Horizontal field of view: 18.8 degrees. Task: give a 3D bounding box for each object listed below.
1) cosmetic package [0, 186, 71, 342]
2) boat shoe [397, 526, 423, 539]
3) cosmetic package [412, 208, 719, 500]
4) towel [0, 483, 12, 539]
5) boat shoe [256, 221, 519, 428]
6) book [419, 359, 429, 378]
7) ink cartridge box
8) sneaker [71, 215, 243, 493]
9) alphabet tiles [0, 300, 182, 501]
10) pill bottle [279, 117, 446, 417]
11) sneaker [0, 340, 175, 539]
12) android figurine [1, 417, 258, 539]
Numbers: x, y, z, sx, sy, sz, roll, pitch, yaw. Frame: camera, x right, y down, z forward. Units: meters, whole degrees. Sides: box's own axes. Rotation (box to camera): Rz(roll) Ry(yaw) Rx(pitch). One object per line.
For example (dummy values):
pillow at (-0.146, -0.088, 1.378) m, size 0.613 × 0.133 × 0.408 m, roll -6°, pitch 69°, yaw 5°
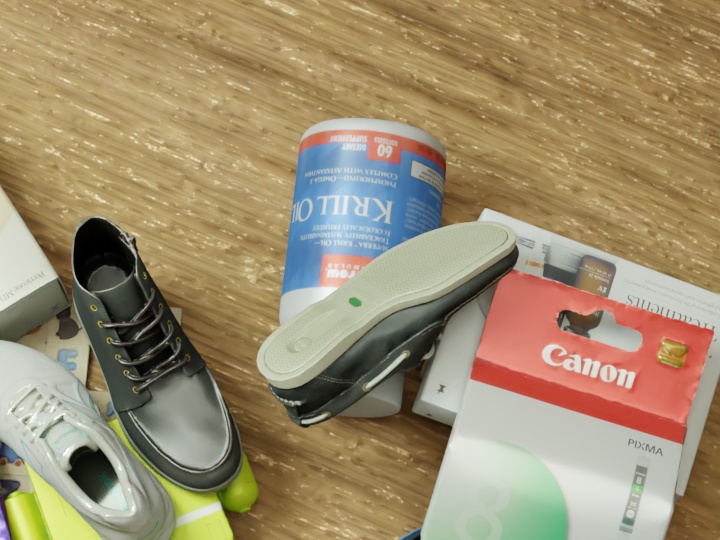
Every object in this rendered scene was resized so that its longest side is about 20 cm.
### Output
cosmetic package at (-0.310, -0.037, 1.599) m, size 0.103 × 0.073 × 0.200 m, roll -33°, pitch 74°, yaw -11°
boat shoe at (0.070, 0.213, 1.538) m, size 0.199 × 0.069 × 0.084 m, roll -26°, pitch 76°, yaw -8°
cosmetic package at (0.155, 0.062, 1.551) m, size 0.199 × 0.052 × 0.152 m, roll 20°, pitch 76°, yaw -1°
towel at (-0.316, 0.173, 1.514) m, size 0.143 × 0.023 × 0.201 m, roll -8°, pitch 66°, yaw -22°
boat shoe at (0.025, 0.034, 1.490) m, size 0.199 × 0.068 × 0.072 m, roll -33°, pitch 35°, yaw -8°
book at (0.161, 0.057, 1.598) m, size 0.199 × 0.048 × 0.134 m, roll 25°, pitch 74°, yaw 4°
ink cartridge box at (0.143, 0.116, 1.485) m, size 0.160 × 0.050 × 0.201 m, roll 17°, pitch 94°, yaw -1°
sneaker at (-0.151, 0.061, 1.518) m, size 0.075 × 0.106 × 0.200 m, roll -31°, pitch 72°, yaw -11°
alphabet tiles at (-0.237, 0.102, 1.599) m, size 0.199 × 0.008 × 0.168 m, roll 4°, pitch 74°, yaw 1°
pill bottle at (0.000, 0.000, 1.576) m, size 0.111 × 0.112 × 0.201 m, roll 5°, pitch 74°, yaw 1°
sneaker at (-0.207, 0.113, 1.513) m, size 0.200 × 0.080 × 0.070 m, roll 41°, pitch 80°, yaw 18°
android figurine at (-0.163, 0.171, 1.555) m, size 0.181 × 0.041 × 0.201 m, roll -23°, pitch 72°, yaw -8°
